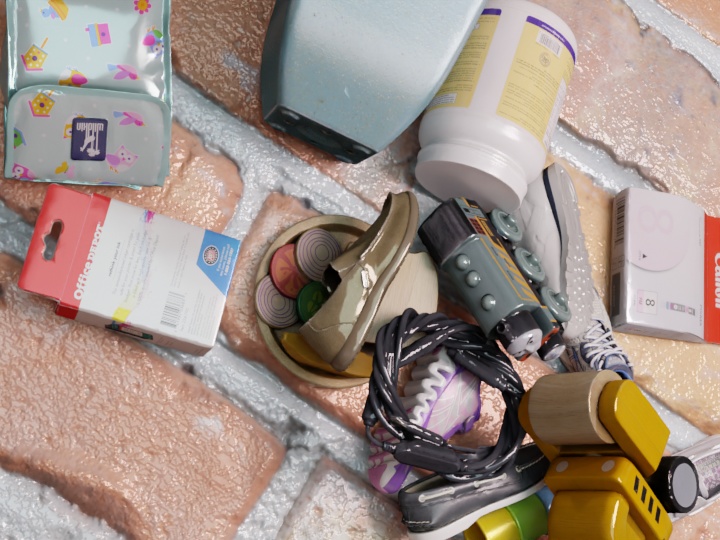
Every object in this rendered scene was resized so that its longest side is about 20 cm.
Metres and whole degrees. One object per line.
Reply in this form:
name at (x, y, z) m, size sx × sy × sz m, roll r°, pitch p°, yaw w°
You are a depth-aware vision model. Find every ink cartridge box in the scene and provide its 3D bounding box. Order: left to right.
ink cartridge box at (-0.231, 0.001, 1.174) m, size 0.197 × 0.067 × 0.118 m, roll 18°, pitch 74°, yaw -14°
ink cartridge box at (0.390, -0.001, 1.384) m, size 0.197 × 0.057 × 0.165 m, roll 7°, pitch 75°, yaw -11°

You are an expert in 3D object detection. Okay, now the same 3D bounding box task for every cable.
cable at (0.091, 0.126, 1.189) m, size 0.198 × 0.051 × 0.166 m, roll 16°, pitch 62°, yaw -25°

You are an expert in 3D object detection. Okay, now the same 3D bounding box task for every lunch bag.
lunch bag at (-0.273, -0.183, 1.171) m, size 0.168 × 0.122 × 0.204 m, roll 1°, pitch 87°, yaw -20°

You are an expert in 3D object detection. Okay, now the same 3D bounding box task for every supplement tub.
supplement tub at (0.147, -0.179, 1.290) m, size 0.144 × 0.145 × 0.202 m, roll 24°, pitch 74°, yaw -12°

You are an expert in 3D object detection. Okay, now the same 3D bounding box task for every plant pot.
plant pot at (-0.009, -0.228, 1.234) m, size 0.194 × 0.196 × 0.202 m, roll 24°, pitch 84°, yaw -12°

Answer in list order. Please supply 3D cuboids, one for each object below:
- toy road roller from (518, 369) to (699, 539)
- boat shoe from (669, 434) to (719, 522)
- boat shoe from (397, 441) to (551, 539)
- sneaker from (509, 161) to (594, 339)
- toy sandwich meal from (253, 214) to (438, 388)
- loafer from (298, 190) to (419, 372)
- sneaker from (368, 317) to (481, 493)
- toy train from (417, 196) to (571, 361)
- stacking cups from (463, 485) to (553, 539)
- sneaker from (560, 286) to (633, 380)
toy road roller at (0.234, 0.210, 1.161) m, size 0.201 × 0.122 × 0.147 m, roll 52°, pitch 52°, yaw -23°
boat shoe at (0.366, 0.243, 1.317) m, size 0.197 × 0.068 × 0.073 m, roll -18°, pitch 85°, yaw -18°
boat shoe at (0.127, 0.218, 1.233) m, size 0.198 × 0.075 × 0.061 m, roll -24°, pitch 101°, yaw -31°
sneaker at (0.207, -0.017, 1.305) m, size 0.076 × 0.080 × 0.203 m, roll 32°, pitch 49°, yaw -55°
toy sandwich meal at (-0.013, 0.031, 1.237) m, size 0.202 × 0.070 × 0.209 m, roll 4°, pitch 78°, yaw -17°
loafer at (0.000, 0.000, 1.177) m, size 0.067 × 0.076 × 0.202 m, roll 26°, pitch 69°, yaw -6°
sneaker at (0.082, 0.153, 1.243) m, size 0.088 × 0.080 × 0.202 m, roll 37°, pitch 70°, yaw -16°
toy train at (0.140, 0.009, 1.232) m, size 0.113 × 0.085 × 0.201 m, roll 6°, pitch 47°, yaw -51°
stacking cups at (0.206, 0.254, 1.275) m, size 0.198 × 0.060 × 0.061 m, roll -21°, pitch 86°, yaw -24°
sneaker at (0.269, 0.101, 1.306) m, size 0.076 × 0.085 × 0.203 m, roll -9°, pitch 81°, yaw -19°
